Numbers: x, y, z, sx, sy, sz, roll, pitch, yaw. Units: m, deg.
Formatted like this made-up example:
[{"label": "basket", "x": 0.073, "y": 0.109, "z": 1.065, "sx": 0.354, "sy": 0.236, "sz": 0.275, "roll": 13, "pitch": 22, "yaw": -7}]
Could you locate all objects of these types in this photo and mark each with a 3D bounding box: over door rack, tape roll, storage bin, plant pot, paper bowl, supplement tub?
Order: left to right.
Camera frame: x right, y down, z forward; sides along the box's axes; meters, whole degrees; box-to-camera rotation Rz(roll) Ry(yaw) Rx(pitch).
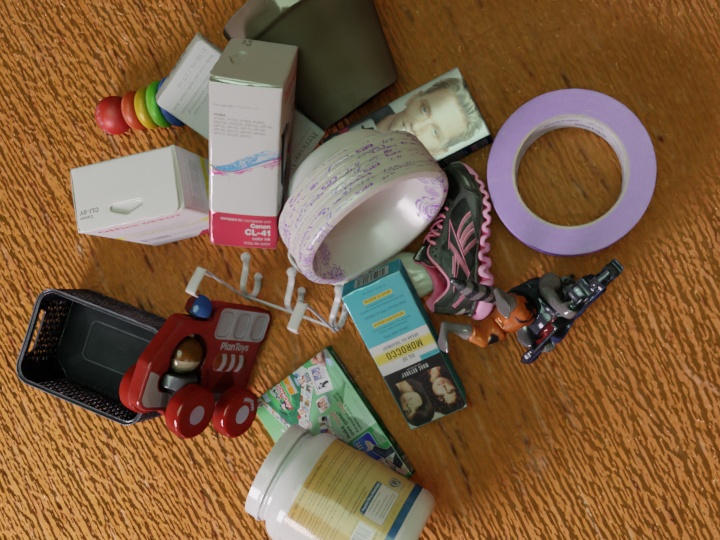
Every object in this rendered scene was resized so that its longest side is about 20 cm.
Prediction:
[{"label": "storage bin", "x": -0.352, "y": 0.115, "z": 1.148, "sx": 0.199, "sy": 0.094, "sz": 0.136, "roll": 19, "pitch": 92, "yaw": 12}, {"label": "over door rack", "x": -0.102, "y": 0.026, "z": 1.036, "sx": 0.147, "sy": 0.200, "sz": 0.067, "roll": 18, "pitch": 91, "yaw": 15}, {"label": "plant pot", "x": -0.045, "y": -0.283, "z": 1.055, "sx": 0.199, "sy": 0.200, "sz": 0.174, "roll": -33, "pitch": 97, "yaw": 10}, {"label": "supplement tub", "x": -0.024, "y": 0.289, "z": 1.010, "sx": 0.199, "sy": 0.145, "sz": 0.145, "roll": 28, "pitch": 94, "yaw": 12}, {"label": "paper bowl", "x": -0.004, "y": -0.085, "z": 0.973, "sx": 0.200, "sy": 0.201, "sz": 0.105, "roll": -37, "pitch": 68, "yaw": 9}, {"label": "tape roll", "x": 0.258, "y": -0.118, "z": 1.030, "sx": 0.199, "sy": 0.066, "sz": 0.202, "roll": -1, "pitch": 87, "yaw": 13}]

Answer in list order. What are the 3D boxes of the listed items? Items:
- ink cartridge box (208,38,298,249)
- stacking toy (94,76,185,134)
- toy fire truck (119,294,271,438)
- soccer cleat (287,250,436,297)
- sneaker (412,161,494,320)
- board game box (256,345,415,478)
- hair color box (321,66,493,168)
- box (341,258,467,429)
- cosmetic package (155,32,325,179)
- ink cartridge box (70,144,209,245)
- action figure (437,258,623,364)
[{"label": "ink cartridge box", "x": -0.124, "y": -0.147, "z": 0.967, "sx": 0.085, "sy": 0.148, "sz": 0.201, "roll": 7, "pitch": 123, "yaw": -2}, {"label": "stacking toy", "x": -0.279, "y": -0.227, "z": 1.154, "sx": 0.199, "sy": 0.085, "sz": 0.086, "roll": -10, "pitch": 86, "yaw": 17}, {"label": "toy fire truck", "x": -0.204, "y": 0.115, "z": 1.062, "sx": 0.112, "sy": 0.200, "sz": 0.169, "roll": 18, "pitch": 91, "yaw": 33}, {"label": "soccer cleat", "x": 0.000, "y": 0.000, "z": 1.078, "sx": 0.199, "sy": 0.078, "sz": 0.070, "roll": 10, "pitch": 91, "yaw": 13}, {"label": "sneaker", "x": 0.111, "y": -0.036, "z": 1.040, "sx": 0.095, "sy": 0.079, "sz": 0.202, "roll": -3, "pitch": 86, "yaw": -15}, {"label": "board game box", "x": -0.038, "y": 0.221, "z": 1.104, "sx": 0.134, "sy": 0.029, "sz": 0.201, "roll": -36, "pitch": 81, "yaw": 11}, {"label": "hair color box", "x": 0.061, "y": -0.168, "z": 1.079, "sx": 0.199, "sy": 0.061, "sz": 0.101, "roll": -27, "pitch": 83, "yaw": 10}, {"label": "box", "x": 0.056, "y": 0.094, "z": 1.039, "sx": 0.082, "sy": 0.049, "sz": 0.201, "roll": -25, "pitch": 106, "yaw": 11}, {"label": "cosmetic package", "x": -0.153, "y": -0.202, "z": 1.072, "sx": 0.199, "sy": 0.074, "sz": 0.102, "roll": 33, "pitch": 101, "yaw": -23}, {"label": "ink cartridge box", "x": -0.256, "y": -0.092, "z": 1.077, "sx": 0.144, "sy": 0.200, "sz": 0.084, "roll": -11, "pitch": 86, "yaw": 12}, {"label": "action figure", "x": 0.205, "y": 0.029, "z": 0.981, "sx": 0.105, "sy": 0.193, "sz": 0.200, "roll": 59, "pitch": 134, "yaw": 25}]
